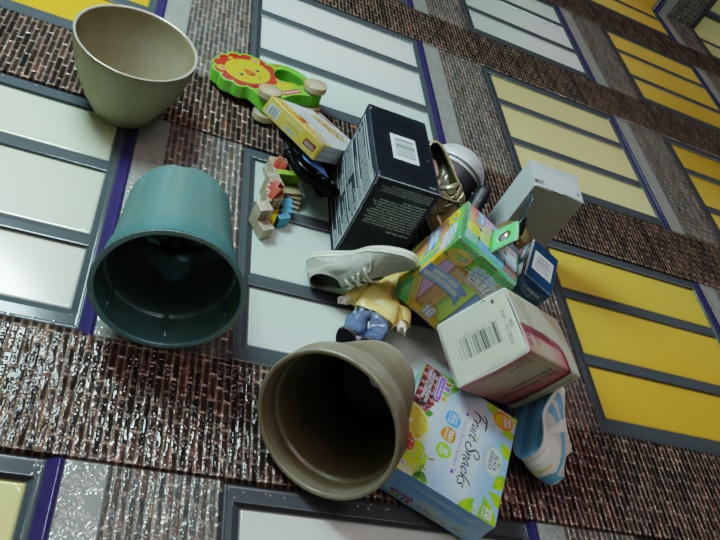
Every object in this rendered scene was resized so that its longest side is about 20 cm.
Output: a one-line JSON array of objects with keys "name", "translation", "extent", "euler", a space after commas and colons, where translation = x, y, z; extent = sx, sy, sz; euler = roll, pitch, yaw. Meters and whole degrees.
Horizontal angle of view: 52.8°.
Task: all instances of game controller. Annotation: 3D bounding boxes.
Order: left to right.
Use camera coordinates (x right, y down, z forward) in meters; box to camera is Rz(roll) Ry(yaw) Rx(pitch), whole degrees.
[{"name": "game controller", "translation": [-0.096, -0.201, 1.316], "extent": [0.104, 0.042, 0.200], "euler": [45, 11, -36]}]

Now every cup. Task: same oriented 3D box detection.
[{"name": "cup", "translation": [-0.391, -0.327, 1.223], "extent": [0.199, 0.144, 0.201], "euler": [18, 43, -18]}]

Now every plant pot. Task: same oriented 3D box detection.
[{"name": "plant pot", "translation": [-0.257, -0.032, 1.002], "extent": [0.199, 0.201, 0.197], "euler": [15, 35, -19]}, {"name": "plant pot", "translation": [-0.010, 0.175, 0.969], "extent": [0.200, 0.200, 0.173], "euler": [42, 24, 10]}]

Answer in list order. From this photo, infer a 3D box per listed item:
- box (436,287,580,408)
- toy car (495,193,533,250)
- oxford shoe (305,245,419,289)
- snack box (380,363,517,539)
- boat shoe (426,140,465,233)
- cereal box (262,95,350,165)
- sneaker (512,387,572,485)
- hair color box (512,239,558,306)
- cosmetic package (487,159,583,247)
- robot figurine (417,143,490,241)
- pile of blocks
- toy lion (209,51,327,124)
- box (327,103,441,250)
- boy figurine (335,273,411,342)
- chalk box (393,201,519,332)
[{"name": "box", "translation": [0.230, 0.126, 1.116], "extent": [0.199, 0.127, 0.110], "euler": [26, 39, -48]}, {"name": "toy car", "translation": [0.243, -0.048, 1.309], "extent": [0.157, 0.200, 0.165], "euler": [32, 41, -1]}, {"name": "oxford shoe", "translation": [0.000, 0.000, 1.154], "extent": [0.075, 0.198, 0.058], "euler": [51, 42, -51]}, {"name": "snack box", "translation": [0.127, 0.258, 1.043], "extent": [0.168, 0.068, 0.200], "euler": [32, 41, -1]}, {"name": "boat shoe", "translation": [0.148, -0.128, 1.266], "extent": [0.072, 0.065, 0.202], "euler": [-11, 75, -11]}, {"name": "cereal box", "translation": [-0.081, -0.255, 1.363], "extent": [0.144, 0.040, 0.200], "euler": [44, 18, 15]}, {"name": "sneaker", "translation": [0.296, 0.253, 1.161], "extent": [0.081, 0.076, 0.200], "euler": [50, 36, -13]}, {"name": "hair color box", "translation": [0.232, 0.046, 1.208], "extent": [0.060, 0.200, 0.100], "euler": [39, 40, -8]}, {"name": "cosmetic package", "translation": [0.330, -0.107, 1.421], "extent": [0.112, 0.200, 0.082], "euler": [18, 43, -17]}, {"name": "robot figurine", "translation": [0.151, -0.145, 1.373], "extent": [0.150, 0.125, 0.201], "euler": [37, 71, -6]}, {"name": "pile of blocks", "translation": [-0.137, -0.136, 1.261], "extent": [0.082, 0.062, 0.201], "euler": [21, 43, -14]}, {"name": "toy lion", "translation": [-0.196, -0.383, 1.469], "extent": [0.199, 0.069, 0.192], "euler": [-21, 56, -43]}, {"name": "box", "translation": [0.034, -0.142, 1.269], "extent": [0.122, 0.199, 0.201], "euler": [15, 44, -20]}, {"name": "boy figurine", "translation": [0.025, 0.062, 1.170], "extent": [0.123, 0.065, 0.200], "euler": [21, 37, 11]}, {"name": "chalk box", "translation": [0.169, -0.013, 1.153], "extent": [0.124, 0.200, 0.125], "euler": [40, 31, -11]}]
